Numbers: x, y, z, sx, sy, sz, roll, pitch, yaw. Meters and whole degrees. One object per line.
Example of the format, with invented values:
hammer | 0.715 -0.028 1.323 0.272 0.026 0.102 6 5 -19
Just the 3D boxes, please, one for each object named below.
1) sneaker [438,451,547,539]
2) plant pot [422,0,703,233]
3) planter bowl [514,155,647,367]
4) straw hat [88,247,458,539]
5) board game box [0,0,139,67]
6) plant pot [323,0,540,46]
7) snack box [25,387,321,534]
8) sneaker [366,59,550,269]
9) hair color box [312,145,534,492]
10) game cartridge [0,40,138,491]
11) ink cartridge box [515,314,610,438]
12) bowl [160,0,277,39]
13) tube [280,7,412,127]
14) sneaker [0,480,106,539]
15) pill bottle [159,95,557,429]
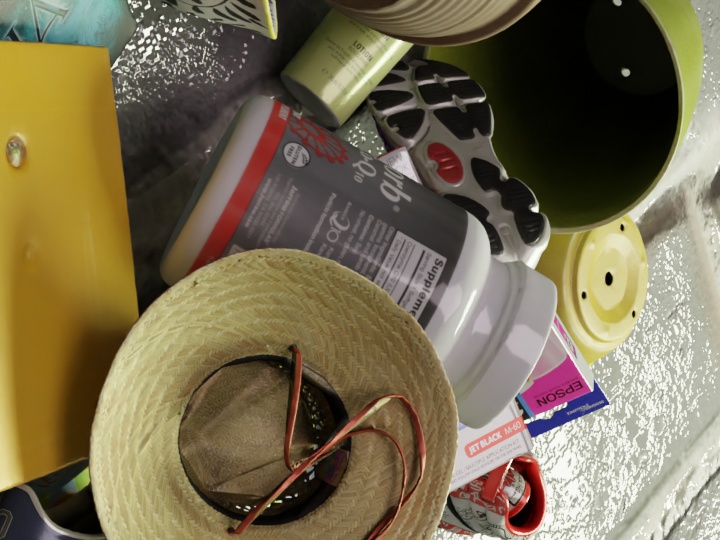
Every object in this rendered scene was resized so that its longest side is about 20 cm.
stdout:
sneaker | 0.051 0.108 0.990 0.202 0.107 0.068 53 57 -34
plant pot | 0.167 -0.147 1.063 0.200 0.185 0.190 -35 118 -55
planter bowl | 0.155 0.004 1.108 0.199 0.083 0.204 -5 97 -45
straw hat | -0.055 0.084 0.762 0.199 0.085 0.204 -2 95 -28
board game box | -0.190 -0.088 0.740 0.202 0.028 0.136 -62 158 -19
plant pot | 0.016 -0.206 0.818 0.093 0.199 0.203 -48 125 -45
snack box | -0.103 0.143 0.864 0.200 0.067 0.171 -38 119 -38
sneaker | 0.050 -0.056 0.961 0.080 0.202 0.084 -8 143 -19
hair color box | 0.014 0.040 0.915 0.110 0.064 0.202 -25 92 -16
game cartridge | -0.165 -0.005 0.693 0.176 0.032 0.203 -13 99 -65
ink cartridge box | 0.097 0.058 1.047 0.201 0.094 0.037 53 19 -35
bowl | -0.102 -0.220 0.796 0.093 0.201 0.204 -6 100 0
tube | 0.029 -0.182 0.945 0.201 0.052 0.058 -50 151 -9
sneaker | -0.109 0.143 0.763 0.199 0.067 0.091 5 86 -47
pill bottle | 0.000 0.000 0.821 0.198 0.116 0.117 29 70 -10
